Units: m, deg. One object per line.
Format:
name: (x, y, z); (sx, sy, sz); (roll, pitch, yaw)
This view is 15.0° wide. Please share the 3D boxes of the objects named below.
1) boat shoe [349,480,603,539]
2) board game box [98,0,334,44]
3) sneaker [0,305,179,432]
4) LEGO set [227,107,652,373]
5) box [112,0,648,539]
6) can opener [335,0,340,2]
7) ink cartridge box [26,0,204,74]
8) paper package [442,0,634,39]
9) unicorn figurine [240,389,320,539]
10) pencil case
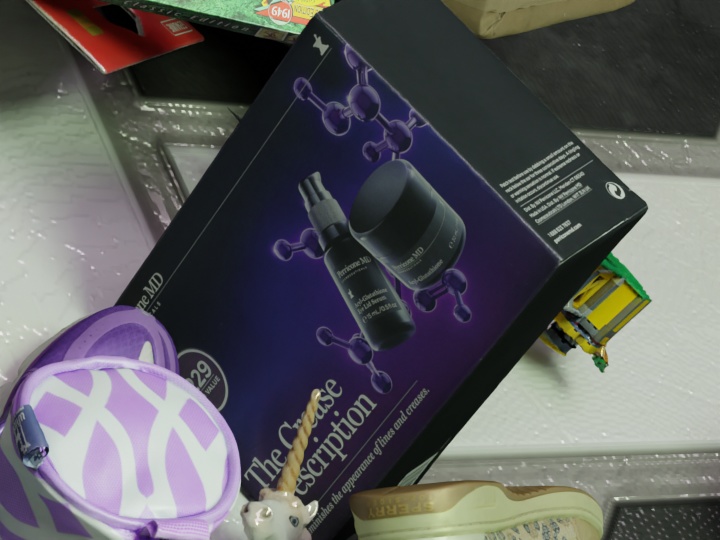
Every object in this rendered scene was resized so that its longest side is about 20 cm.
boat shoe: (0.049, 0.122, 1.123); (0.200, 0.073, 0.063); (14, 68, -64)
board game box: (-0.099, -0.164, 1.157); (0.199, 0.023, 0.105); (10, 81, -24)
sneaker: (-0.110, 0.074, 1.052); (0.080, 0.084, 0.200); (34, 36, -5)
LEGO set: (0.030, -0.014, 1.270); (0.200, 0.116, 0.154); (49, 9, 8)
box: (0.000, 0.000, 1.123); (0.141, 0.200, 0.079); (47, 38, 13)
can opener: (0.041, -0.079, 1.380); (0.067, 0.053, 0.200); (-26, 66, -16)
ink cartridge box: (-0.147, -0.169, 1.247); (0.176, 0.045, 0.200); (39, 12, 1)
paper package: (0.022, -0.190, 1.308); (0.199, 0.104, 0.190); (20, 19, 23)
unicorn figurine: (-0.031, 0.162, 1.046); (0.137, 0.074, 0.201); (-17, 76, -58)
pencil case: (-0.104, 0.119, 0.918); (0.084, 0.200, 0.086); (-7, 50, -36)
